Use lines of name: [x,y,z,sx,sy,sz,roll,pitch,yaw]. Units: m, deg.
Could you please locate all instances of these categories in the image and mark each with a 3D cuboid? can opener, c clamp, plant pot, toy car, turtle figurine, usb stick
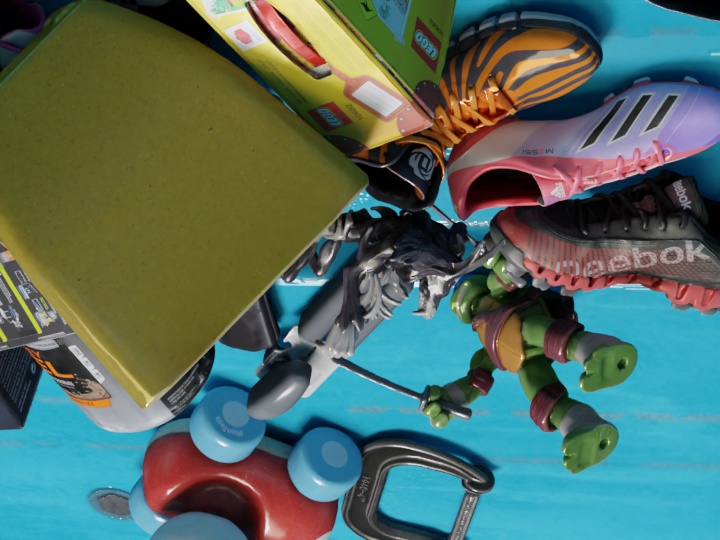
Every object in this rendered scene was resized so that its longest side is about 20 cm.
can opener: [-0.023,0.054,1.673,0.053,0.066,0.200,23,135,-19]
c clamp: [0.068,0.210,1.874,0.171,0.027,0.200,13,144,7]
plant pot: [-0.147,-0.062,1.334,0.200,0.194,0.196,45,175,-12]
toy car: [-0.114,0.238,1.811,0.177,0.200,0.184,24,141,-15]
turtle figurine: [0.091,0.057,1.531,0.200,0.144,0.194,34,-179,-45]
usb stick: [-0.103,-0.007,1.639,0.055,0.033,0.200,7,142,17]

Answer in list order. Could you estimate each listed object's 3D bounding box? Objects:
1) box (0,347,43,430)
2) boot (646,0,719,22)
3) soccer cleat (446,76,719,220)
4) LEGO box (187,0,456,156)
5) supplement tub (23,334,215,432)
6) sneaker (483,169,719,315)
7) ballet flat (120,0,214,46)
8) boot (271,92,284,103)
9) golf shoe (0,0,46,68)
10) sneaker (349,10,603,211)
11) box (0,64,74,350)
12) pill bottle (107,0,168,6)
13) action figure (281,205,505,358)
box: [-0.357,0.031,1.692,0.148,0.107,0.200,-3,140,19]
boot: [0.166,-0.216,1.254,0.200,0.097,0.075,19,141,-9]
soccer cleat: [0.154,-0.077,1.441,0.200,0.076,0.067,-8,138,18]
LEGO box: [-0.030,-0.191,1.295,0.077,0.149,0.200,-18,133,33]
supplement tub: [-0.207,0.024,1.632,0.122,0.123,0.200,-11,136,26]
sneaker: [0.187,-0.029,1.486,0.200,0.071,0.098,8,131,-18]
ballet flat: [-0.111,-0.180,1.412,0.067,0.046,0.200,27,139,-18]
boot: [-0.140,-0.045,1.511,0.200,0.074,0.155,-10,116,4]
golf shoe: [-0.247,-0.137,1.484,0.091,0.075,0.200,-9,138,20]
sneaker: [0.066,-0.097,1.416,0.200,0.112,0.078,-16,134,31]
box: [-0.269,-0.040,1.471,0.160,0.044,0.200,-14,113,38]
pill bottle: [-0.210,-0.232,1.322,0.200,0.112,0.112,9,142,4]
action figure: [0.000,0.000,1.468,0.200,0.119,0.102,10,107,28]
